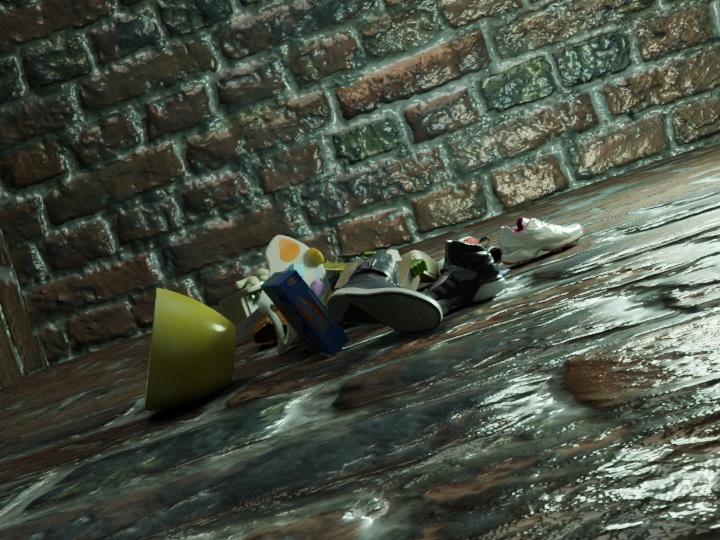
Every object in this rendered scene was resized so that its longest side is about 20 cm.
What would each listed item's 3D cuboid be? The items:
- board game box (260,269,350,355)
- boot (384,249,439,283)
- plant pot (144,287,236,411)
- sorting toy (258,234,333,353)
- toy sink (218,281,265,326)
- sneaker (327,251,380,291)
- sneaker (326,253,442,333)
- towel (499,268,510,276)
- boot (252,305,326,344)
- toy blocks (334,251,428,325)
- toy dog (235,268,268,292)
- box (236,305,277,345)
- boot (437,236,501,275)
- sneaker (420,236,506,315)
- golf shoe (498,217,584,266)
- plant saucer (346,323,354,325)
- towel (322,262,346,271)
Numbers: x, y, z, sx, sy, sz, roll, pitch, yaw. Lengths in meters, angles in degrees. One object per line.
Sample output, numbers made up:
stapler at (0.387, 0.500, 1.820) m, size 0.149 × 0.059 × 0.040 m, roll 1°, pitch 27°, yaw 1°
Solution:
board game box at (-0.104, 0.073, 1.277) m, size 0.045 × 0.153 × 0.200 m, roll -40°, pitch 9°, yaw -13°
boot at (0.086, 0.030, 1.670) m, size 0.197 × 0.078 × 0.156 m, roll 5°, pitch -41°, yaw -42°
plant pot at (-0.288, 0.139, 1.221) m, size 0.138 × 0.206 × 0.200 m, roll 6°, pitch -3°, yaw -16°
sorting toy at (-0.140, 0.064, 1.438) m, size 0.104 × 0.204 × 0.181 m, roll 1°, pitch 37°, yaw 29°
toy sink at (-0.303, 0.106, 2.084) m, size 0.129 × 0.115 × 0.198 m, roll -21°, pitch 0°, yaw -38°
sneaker at (-0.025, 0.018, 1.589) m, size 0.195 × 0.081 × 0.075 m, roll -15°, pitch -17°, yaw 22°
sneaker at (0.061, 0.031, 1.189) m, size 0.198 × 0.079 × 0.146 m, roll 7°, pitch 31°, yaw 27°
towel at (0.183, 0.035, 1.411) m, size 0.197 × 0.024 × 0.143 m, roll -22°, pitch 6°, yaw -36°
boot at (-0.154, 0.112, 1.619) m, size 0.197 × 0.075 × 0.155 m, roll -31°, pitch 3°, yaw 0°
toy blocks at (0.024, 0.047, 1.374) m, size 0.195 × 0.101 × 0.138 m, roll -3°, pitch 40°, yaw 27°
toy dog at (-0.335, 0.097, 2.385) m, size 0.190 × 0.143 × 0.199 m, roll 22°, pitch 16°, yaw 17°
box at (-0.223, 0.105, 1.801) m, size 0.199 × 0.042 × 0.155 m, roll -38°, pitch -7°, yaw 32°
boot at (0.274, -0.036, 1.631) m, size 0.141 × 0.074 × 0.200 m, roll -16°, pitch 13°, yaw 30°
sneaker at (0.146, 0.011, 1.239) m, size 0.195 × 0.117 × 0.075 m, roll -18°, pitch 4°, yaw 0°
golf shoe at (0.381, -0.077, 1.511) m, size 0.195 × 0.094 × 0.075 m, roll -18°, pitch 2°, yaw -14°
plant saucer at (0.015, 0.077, 1.527) m, size 0.195 × 0.037 × 0.200 m, roll -18°, pitch 4°, yaw 1°
towel at (0.000, 0.000, 1.494) m, size 0.195 × 0.019 × 0.086 m, roll 3°, pitch 10°, yaw 25°
